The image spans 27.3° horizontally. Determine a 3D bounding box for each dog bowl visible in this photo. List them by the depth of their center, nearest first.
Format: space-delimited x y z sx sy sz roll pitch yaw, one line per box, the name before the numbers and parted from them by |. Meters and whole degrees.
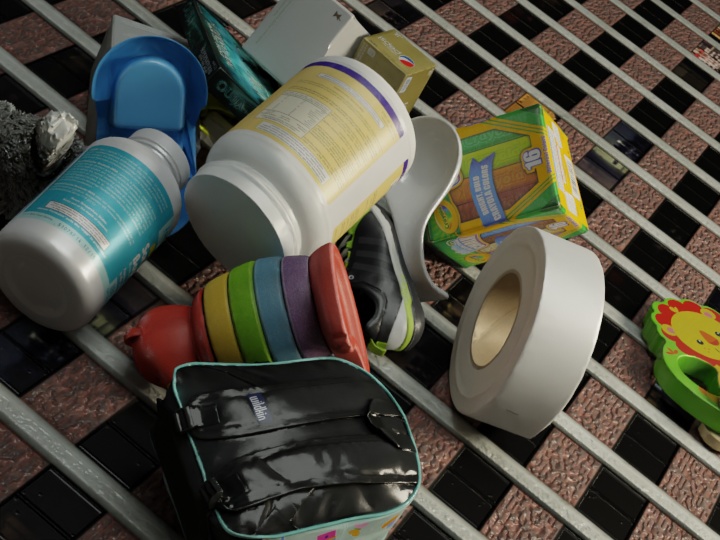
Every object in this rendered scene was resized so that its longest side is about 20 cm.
dog bowl | -0.209 -0.132 1.446 0.110 0.202 0.050 2 17 -12

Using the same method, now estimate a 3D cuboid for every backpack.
backpack | -0.058 0.165 1.209 0.198 0.154 0.177 -10 53 -25

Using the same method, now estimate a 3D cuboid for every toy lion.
toy lion | 0.410 0.108 1.758 0.191 0.069 0.199 39 34 22

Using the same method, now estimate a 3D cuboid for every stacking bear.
stacking bear | -0.105 0.053 1.301 0.198 0.122 0.115 -15 67 6

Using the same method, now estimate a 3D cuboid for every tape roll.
tape roll | 0.164 0.061 1.486 0.070 0.203 0.203 21 35 -16

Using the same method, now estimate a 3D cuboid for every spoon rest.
spoon rest | 0.065 -0.071 1.585 0.060 0.098 0.203 24 61 -60

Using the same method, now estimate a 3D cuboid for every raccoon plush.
raccoon plush | -0.321 -0.138 1.369 0.134 0.200 0.097 42 52 1

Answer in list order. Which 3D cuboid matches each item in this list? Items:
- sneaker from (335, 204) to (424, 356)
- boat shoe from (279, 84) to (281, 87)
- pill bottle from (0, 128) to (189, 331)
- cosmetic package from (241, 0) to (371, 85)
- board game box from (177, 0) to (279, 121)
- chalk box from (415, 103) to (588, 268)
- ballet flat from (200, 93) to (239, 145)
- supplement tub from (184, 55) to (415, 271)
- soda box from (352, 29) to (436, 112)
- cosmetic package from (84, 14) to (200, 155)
sneaker | 0.000 0.000 1.540 0.082 0.072 0.201 -2 50 -33
boat shoe | -0.130 -0.215 1.722 0.068 0.076 0.200 16 33 32
pill bottle | -0.235 -0.046 1.340 0.110 0.111 0.200 34 49 4
cosmetic package | -0.040 -0.235 1.638 0.085 0.108 0.200 42 3 18
board game box | -0.125 -0.201 1.554 0.135 0.028 0.201 42 13 -32
chalk box | 0.136 -0.086 1.658 0.124 0.198 0.126 30 46 -64
ballet flat | -0.105 -0.119 1.603 0.200 0.067 0.067 42 30 -2
supplement tub | -0.057 -0.095 1.403 0.145 0.146 0.200 39 56 11
soda box | 0.001 -0.163 1.636 0.068 0.201 0.064 42 35 16
cosmetic package | -0.230 -0.174 1.569 0.106 0.091 0.201 18 39 -19
